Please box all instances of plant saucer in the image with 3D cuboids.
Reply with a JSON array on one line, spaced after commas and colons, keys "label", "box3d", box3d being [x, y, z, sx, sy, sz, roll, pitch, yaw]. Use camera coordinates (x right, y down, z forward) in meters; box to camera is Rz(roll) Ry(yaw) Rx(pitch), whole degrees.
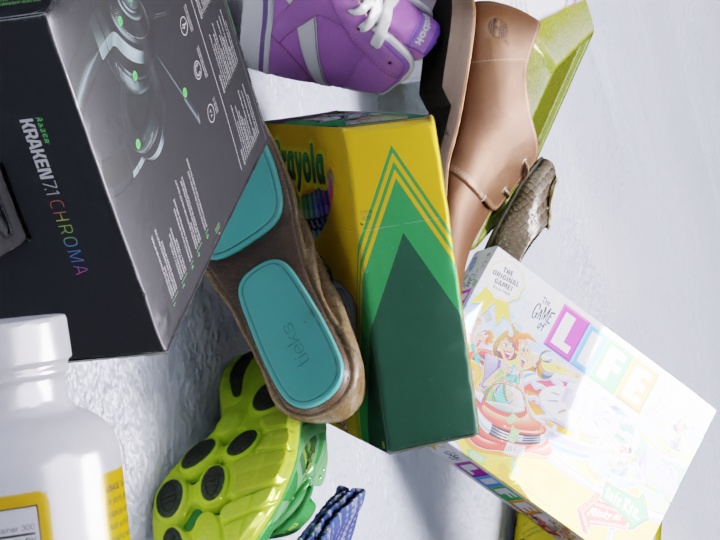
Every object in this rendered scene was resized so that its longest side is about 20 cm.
[{"label": "plant saucer", "box3d": [0.100, -0.102, 1.745, 0.201, 0.048, 0.200, -67, 171, 21]}]

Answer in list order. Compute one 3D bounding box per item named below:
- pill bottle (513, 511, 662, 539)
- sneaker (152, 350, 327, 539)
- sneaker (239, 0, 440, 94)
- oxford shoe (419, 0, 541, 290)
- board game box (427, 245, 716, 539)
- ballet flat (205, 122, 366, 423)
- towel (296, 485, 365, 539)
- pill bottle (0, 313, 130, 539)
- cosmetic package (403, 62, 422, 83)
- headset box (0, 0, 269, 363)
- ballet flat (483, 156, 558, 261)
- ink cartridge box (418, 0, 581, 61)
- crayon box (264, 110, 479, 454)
[{"label": "pill bottle", "box3d": [0.173, 0.193, 1.928, 0.115, 0.114, 0.201, 64, 27, -46]}, {"label": "sneaker", "box3d": [-0.051, 0.114, 1.344, 0.200, 0.074, 0.084, -63, 139, -59]}, {"label": "sneaker", "box3d": [-0.006, -0.168, 1.401, 0.201, 0.114, 0.073, 92, 18, -63]}, {"label": "oxford shoe", "box3d": [0.065, -0.053, 1.438, 0.071, 0.071, 0.201, -151, -110, -74]}, {"label": "board game box", "box3d": [0.130, 0.096, 1.701, 0.200, 0.034, 0.135, 35, 69, -16]}, {"label": "ballet flat", "box3d": [-0.046, -0.005, 1.348, 0.201, 0.068, 0.072, 62, 9, 20]}, {"label": "towel", "box3d": [-0.039, 0.215, 1.366, 0.200, 0.024, 0.146, -45, 146, -66]}, {"label": "pill bottle", "box3d": [-0.143, 0.121, 1.023, 0.104, 0.104, 0.201, -11, 96, -71]}, {"label": "cosmetic package", "box3d": [0.040, -0.231, 1.724, 0.101, 0.071, 0.201, -23, 106, -72]}, {"label": "headset box", "box3d": [-0.128, -0.076, 1.144, 0.200, 0.092, 0.175, -70, 149, -52]}, {"label": "ballet flat", "box3d": [0.097, 0.017, 1.745, 0.067, 0.046, 0.201, 80, 34, -74]}, {"label": "ink cartridge box", "box3d": [0.064, -0.194, 1.566, 0.200, 0.147, 0.086, -26, 109, -45]}, {"label": "crayon box", "box3d": [0.000, 0.000, 1.414, 0.200, 0.058, 0.174, -166, -114, -74]}]
